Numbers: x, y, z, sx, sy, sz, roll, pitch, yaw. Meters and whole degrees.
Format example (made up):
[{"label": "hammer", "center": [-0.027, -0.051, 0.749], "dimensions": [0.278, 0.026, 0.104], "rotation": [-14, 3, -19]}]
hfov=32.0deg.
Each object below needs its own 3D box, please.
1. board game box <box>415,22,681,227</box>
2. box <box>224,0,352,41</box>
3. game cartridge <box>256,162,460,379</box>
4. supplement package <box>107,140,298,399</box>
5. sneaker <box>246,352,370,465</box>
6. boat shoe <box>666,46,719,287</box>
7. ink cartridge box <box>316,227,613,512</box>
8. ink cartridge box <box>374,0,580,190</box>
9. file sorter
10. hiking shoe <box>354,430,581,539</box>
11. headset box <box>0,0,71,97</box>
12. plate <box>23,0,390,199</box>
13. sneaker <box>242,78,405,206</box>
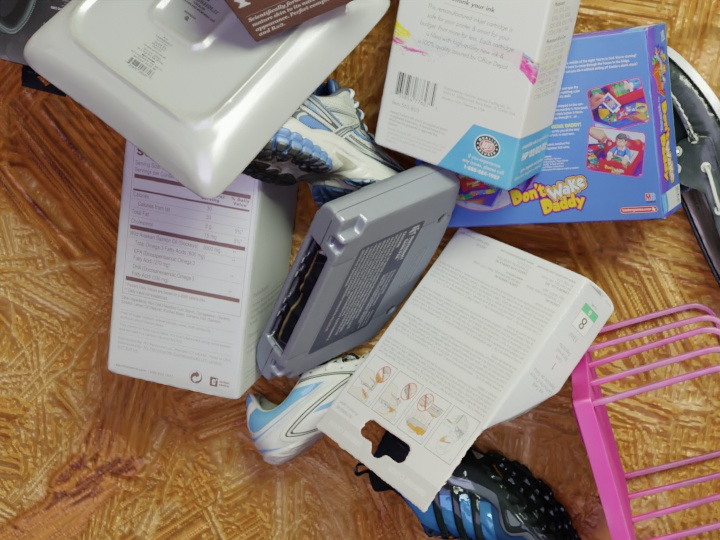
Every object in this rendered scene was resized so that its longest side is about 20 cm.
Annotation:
[{"label": "board game box", "center": [0.134, -0.105, 0.947], "dimensions": [0.198, 0.045, 0.137], "rotation": [-1, 103, 32]}, {"label": "box", "center": [-0.056, -0.267, 0.850], "dimensions": [0.099, 0.075, 0.202], "rotation": [-19, 59, 14]}, {"label": "game cartridge", "center": [0.000, 0.000, 0.961], "dimensions": [0.041, 0.132, 0.201], "rotation": [54, 142, 23]}, {"label": "supplement package", "center": [-0.124, -0.018, 1.016], "dimensions": [0.116, 0.117, 0.203], "rotation": [11, 104, 11]}, {"label": "sneaker", "center": [-0.008, 0.093, 1.043], "dimensions": [0.198, 0.072, 0.073], "rotation": [-27, 86, 12]}, {"label": "boat shoe", "center": [0.256, -0.071, 0.942], "dimensions": [0.060, 0.076, 0.201], "rotation": [-32, 93, -1]}, {"label": "ink cartridge box", "center": [0.075, 0.074, 0.943], "dimensions": [0.050, 0.160, 0.201], "rotation": [38, 84, -35]}, {"label": "ink cartridge box", "center": [0.088, -0.174, 0.887], "dimensions": [0.114, 0.068, 0.203], "rotation": [22, 115, 24]}, {"label": "file sorter", "center": [0.232, 0.116, 0.930], "dimensions": [0.124, 0.200, 0.141], "rotation": [-16, 99, 12]}, {"label": "hiking shoe", "center": [0.095, 0.196, 1.049], "dimensions": [0.199, 0.074, 0.087], "rotation": [39, 115, 11]}, {"label": "headset box", "center": [-0.238, -0.242, 0.992], "dimensions": [0.147, 0.077, 0.203], "rotation": [17, 105, 27]}, {"label": "plate", "center": [-0.113, -0.177, 0.886], "dimensions": [0.199, 0.032, 0.200], "rotation": [36, 75, 20]}, {"label": "sneaker", "center": [-0.017, -0.100, 0.951], "dimensions": [0.076, 0.199, 0.087], "rotation": [-11, 71, 29]}]
